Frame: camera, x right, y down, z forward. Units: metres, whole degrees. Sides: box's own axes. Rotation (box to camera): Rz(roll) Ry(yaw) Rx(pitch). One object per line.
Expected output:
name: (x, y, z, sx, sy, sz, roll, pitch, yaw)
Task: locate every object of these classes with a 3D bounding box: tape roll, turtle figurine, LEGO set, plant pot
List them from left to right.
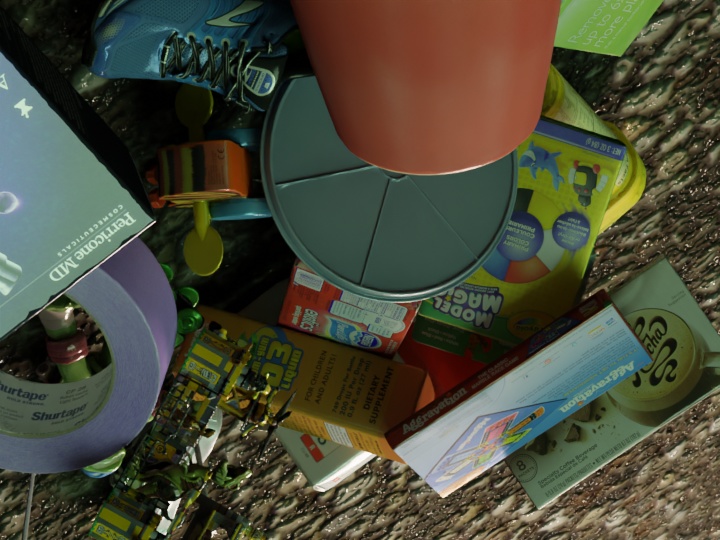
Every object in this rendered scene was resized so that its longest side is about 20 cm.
tape roll: (-0.231, 0.044, 1.428, 0.199, 0.066, 0.201, 4, 123, 6)
turtle figurine: (-0.186, 0.102, 1.563, 0.143, 0.200, 0.194, 0, 120, 2)
LEGO set: (-0.104, 0.147, 1.480, 0.200, 0.116, 0.154, -62, 180, -20)
plant pot: (0.044, -0.173, 1.333, 0.200, 0.200, 0.178, -23, 132, -18)

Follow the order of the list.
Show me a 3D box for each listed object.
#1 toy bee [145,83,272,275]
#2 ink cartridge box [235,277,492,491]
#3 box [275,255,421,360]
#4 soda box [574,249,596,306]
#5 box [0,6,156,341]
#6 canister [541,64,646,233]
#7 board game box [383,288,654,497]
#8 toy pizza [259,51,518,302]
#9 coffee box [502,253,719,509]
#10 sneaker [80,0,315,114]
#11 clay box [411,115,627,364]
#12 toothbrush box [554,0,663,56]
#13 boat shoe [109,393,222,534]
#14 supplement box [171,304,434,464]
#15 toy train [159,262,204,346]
toy bee: (-0.112, -0.058, 1.470, 0.108, 0.131, 0.200, -5, 157, 16)
ink cartridge box: (0.000, 0.061, 1.691, 0.200, 0.162, 0.050, -38, 162, 6)
box: (0.000, 0.000, 1.583, 0.200, 0.099, 0.096, 110, -1, -72)
soda box: (0.138, 0.024, 1.711, 0.063, 0.068, 0.200, -14, 149, -16)
box: (-0.245, -0.073, 1.253, 0.148, 0.104, 0.200, -38, 122, 6)
canister: (0.137, -0.091, 1.691, 0.148, 0.087, 0.200, -38, 148, 10)
board game box: (0.123, 0.097, 1.574, 0.200, 0.019, 0.103, -34, 142, 7)
toy pizza: (0.020, -0.076, 1.470, 0.200, 0.201, 0.032, -21, -177, -22)
coffee box: (0.193, 0.089, 1.652, 0.200, 0.113, 0.080, -34, 178, 7)
sneaker: (-0.093, -0.154, 1.373, 0.200, 0.089, 0.079, -12, 142, -34)
clay box: (0.119, -0.020, 1.579, 0.048, 0.115, 0.201, -82, -171, -81)
toothbrush box: (0.148, -0.244, 1.486, 0.200, 0.086, 0.146, 4, 132, -45)
boat shoe: (-0.186, 0.175, 1.785, 0.062, 0.072, 0.200, 16, 124, -23)
supplement box: (-0.046, 0.090, 1.631, 0.069, 0.199, 0.067, 66, 41, -67)
toy train: (-0.189, -0.009, 1.469, 0.056, 0.042, 0.200, -36, 124, 15)
